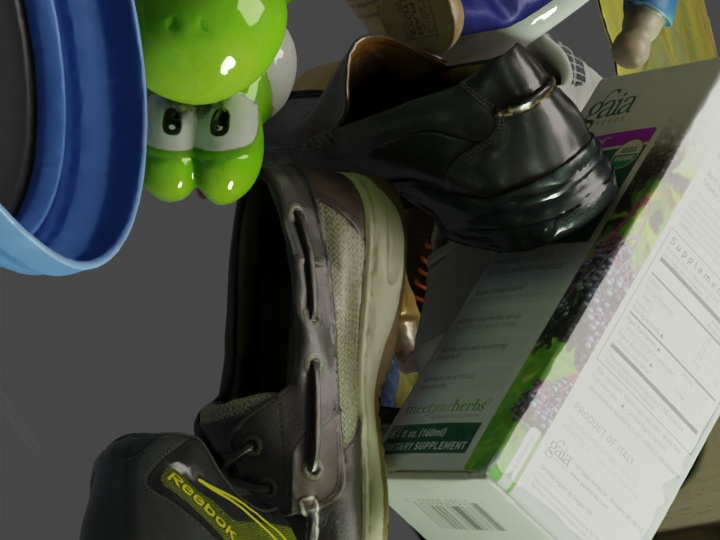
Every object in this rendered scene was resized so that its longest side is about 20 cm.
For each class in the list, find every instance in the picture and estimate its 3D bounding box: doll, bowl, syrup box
[{"bbox_3d":[0.089,-0.146,1.022,0.200,0.048,0.137,-27,97,-34],"label":"doll"},{"bbox_3d":[-0.120,-0.094,0.746,0.201,0.039,0.201,-14,90,-75],"label":"bowl"},{"bbox_3d":[0.094,0.020,0.945,0.081,0.079,0.200,43,64,-25],"label":"syrup box"}]

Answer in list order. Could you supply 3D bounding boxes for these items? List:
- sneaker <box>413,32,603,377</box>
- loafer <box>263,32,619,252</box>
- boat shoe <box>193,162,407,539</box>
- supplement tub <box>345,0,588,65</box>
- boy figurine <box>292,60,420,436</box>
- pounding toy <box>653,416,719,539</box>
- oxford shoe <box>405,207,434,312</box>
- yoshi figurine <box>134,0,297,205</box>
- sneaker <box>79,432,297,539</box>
[{"bbox_3d":[0.060,-0.022,1.045,0.081,0.076,0.200,53,37,-17],"label":"sneaker"},{"bbox_3d":[0.015,-0.060,0.967,0.073,0.200,0.072,-37,117,-32],"label":"loafer"},{"bbox_3d":[-0.030,0.058,0.910,0.065,0.073,0.200,14,71,-31],"label":"boat shoe"},{"bbox_3d":[0.023,-0.198,1.102,0.200,0.145,0.145,52,21,-14],"label":"supplement tub"},{"bbox_3d":[0.000,0.000,1.071,0.124,0.064,0.200,52,30,-51],"label":"boy figurine"},{"bbox_3d":[0.124,0.057,1.137,0.200,0.184,0.143,97,-16,-74],"label":"pounding toy"},{"bbox_3d":[0.048,-0.018,1.194,0.200,0.071,0.073,79,21,-78],"label":"oxford shoe"},{"bbox_3d":[-0.053,-0.122,0.919,0.112,0.112,0.200,39,40,-42],"label":"yoshi figurine"},{"bbox_3d":[-0.031,0.121,0.819,0.200,0.074,0.085,59,22,-49],"label":"sneaker"}]
